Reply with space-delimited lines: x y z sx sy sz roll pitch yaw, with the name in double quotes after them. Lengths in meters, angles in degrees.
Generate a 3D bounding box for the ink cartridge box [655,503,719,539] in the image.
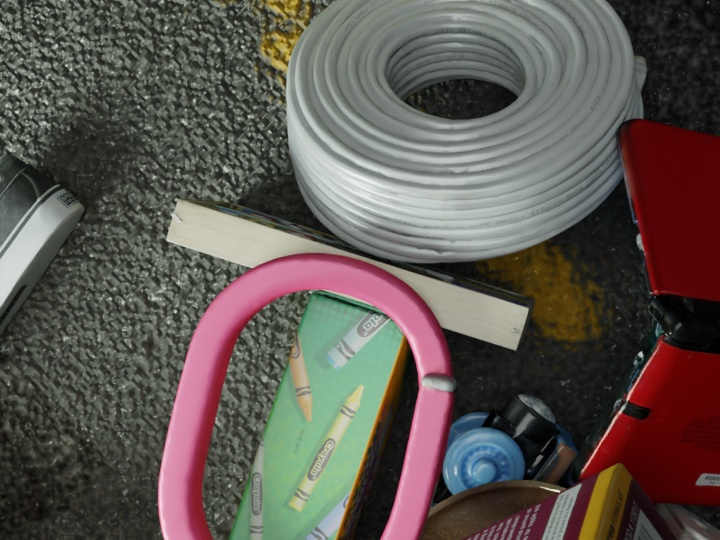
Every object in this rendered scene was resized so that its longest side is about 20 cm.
0.156 0.236 0.892 0.084 0.146 0.200 30 93 4 "ink cartridge box"

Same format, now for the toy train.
0.067 0.171 0.938 0.114 0.087 0.200 36 94 -1 "toy train"

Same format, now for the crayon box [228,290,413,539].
-0.024 0.113 0.931 0.058 0.119 0.200 19 91 7 "crayon box"

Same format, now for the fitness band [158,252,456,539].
-0.029 0.091 0.848 0.144 0.037 0.200 14 95 6 "fitness band"

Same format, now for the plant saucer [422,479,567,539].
0.079 0.209 0.835 0.200 0.037 0.201 -16 62 34 "plant saucer"

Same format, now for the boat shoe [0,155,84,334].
-0.252 0.020 0.982 0.068 0.074 0.199 36 93 2 "boat shoe"

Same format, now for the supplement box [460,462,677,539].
0.053 0.186 0.753 0.200 0.110 0.086 -31 100 26 "supplement box"

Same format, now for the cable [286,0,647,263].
0.056 -0.092 0.904 0.200 0.069 0.200 5 49 10 "cable"

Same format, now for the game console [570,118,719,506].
0.204 0.031 0.900 0.200 0.119 0.172 8 121 -32 "game console"

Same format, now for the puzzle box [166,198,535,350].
0.000 0.000 0.923 0.200 0.133 0.025 18 94 6 "puzzle box"
